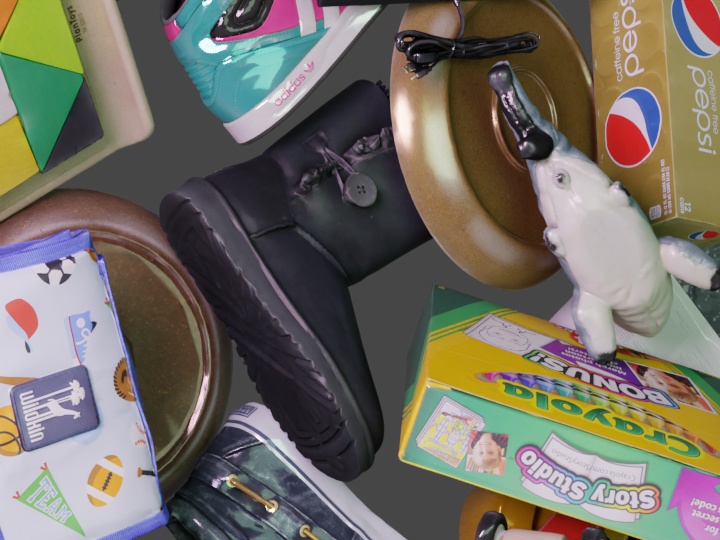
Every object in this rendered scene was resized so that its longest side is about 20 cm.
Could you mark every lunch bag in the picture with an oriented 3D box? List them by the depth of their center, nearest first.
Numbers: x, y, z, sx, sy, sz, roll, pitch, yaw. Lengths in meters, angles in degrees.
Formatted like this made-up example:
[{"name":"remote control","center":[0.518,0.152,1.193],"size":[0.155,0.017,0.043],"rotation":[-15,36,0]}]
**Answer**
[{"name":"lunch bag","center":[-0.214,0.080,1.226],"size":[0.199,0.124,0.171],"rotation":[-14,98,0]}]

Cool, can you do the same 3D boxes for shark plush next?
[{"name":"shark plush","center":[0.121,-0.029,1.367],"size":[0.091,0.083,0.200],"rotation":[-45,113,6]}]

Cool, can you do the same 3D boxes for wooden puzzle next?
[{"name":"wooden puzzle","center":[-0.214,-0.092,1.245],"size":[0.199,0.037,0.186],"rotation":[-30,136,-16]}]

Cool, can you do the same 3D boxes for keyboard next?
[{"name":"keyboard","center":[0.053,-0.173,1.355],"size":[0.199,0.021,0.128],"rotation":[-9,71,-36]}]

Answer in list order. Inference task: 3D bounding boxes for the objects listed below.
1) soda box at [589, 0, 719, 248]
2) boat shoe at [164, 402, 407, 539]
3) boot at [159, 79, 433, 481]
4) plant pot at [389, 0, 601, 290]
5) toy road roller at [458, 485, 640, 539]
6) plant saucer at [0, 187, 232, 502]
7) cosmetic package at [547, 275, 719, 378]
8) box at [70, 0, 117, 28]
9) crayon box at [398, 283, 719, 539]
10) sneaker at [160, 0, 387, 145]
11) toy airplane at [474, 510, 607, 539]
[{"name":"soda box","center":[0.188,-0.115,1.443],"size":[0.064,0.068,0.201],"rotation":[10,71,-36]},{"name":"boat shoe","center":[-0.027,0.177,1.370],"size":[0.200,0.071,0.091],"rotation":[45,68,-10]},{"name":"boot","center":[0.000,0.000,1.354],"size":[0.168,0.076,0.201],"rotation":[-30,83,-30]},{"name":"plant pot","center":[0.091,-0.089,1.404],"size":[0.200,0.027,0.201],"rotation":[11,75,-48]},{"name":"toy road roller","center":[0.124,0.206,1.416],"size":[0.145,0.123,0.201],"rotation":[18,81,-8]},{"name":"plant saucer","center":[-0.160,0.053,1.331],"size":[0.199,0.034,0.201],"rotation":[1,89,-24]},{"name":"cosmetic package","center":[0.205,0.088,1.487],"size":[0.083,0.051,0.200],"rotation":[-44,106,-21]},{"name":"box","center":[-0.253,-0.191,1.268],"size":[0.198,0.050,0.201],"rotation":[-33,104,-15]},{"name":"crayon box","center":[0.126,0.086,1.351],"size":[0.199,0.173,0.059],"rotation":[18,106,-3]},{"name":"sneaker","center":[-0.048,-0.183,1.362],"size":[0.121,0.084,0.200],"rotation":[46,64,-17]},{"name":"toy airplane","center":[0.087,0.249,1.287],"size":[0.199,0.200,0.141],"rotation":[-28,137,-6]}]
